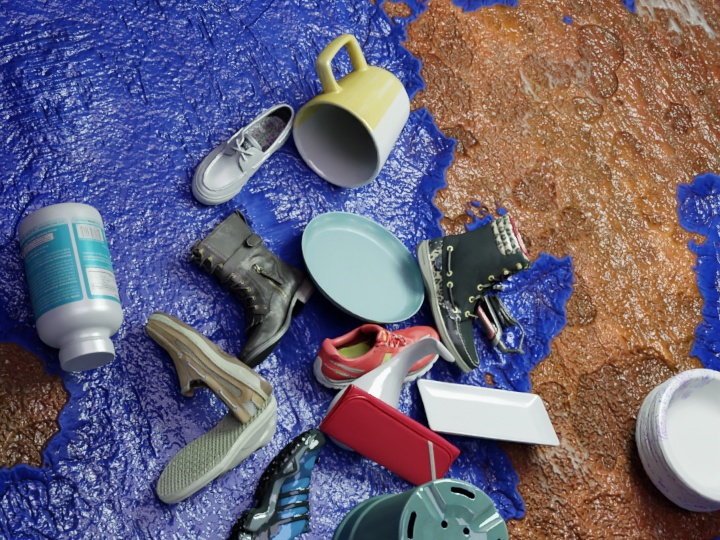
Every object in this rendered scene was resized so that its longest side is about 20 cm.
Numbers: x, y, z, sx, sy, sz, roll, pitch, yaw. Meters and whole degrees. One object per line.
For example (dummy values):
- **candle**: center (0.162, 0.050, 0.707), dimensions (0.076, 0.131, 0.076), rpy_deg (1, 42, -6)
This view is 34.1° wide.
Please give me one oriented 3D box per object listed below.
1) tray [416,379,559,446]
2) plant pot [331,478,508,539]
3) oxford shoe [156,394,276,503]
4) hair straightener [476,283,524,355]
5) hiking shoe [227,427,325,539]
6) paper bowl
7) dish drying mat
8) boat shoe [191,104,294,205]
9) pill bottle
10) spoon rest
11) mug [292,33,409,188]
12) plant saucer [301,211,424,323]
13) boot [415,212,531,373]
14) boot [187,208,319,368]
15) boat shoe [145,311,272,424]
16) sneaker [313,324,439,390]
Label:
- **tray**: center (0.178, 0.208, 1.668), dimensions (0.197, 0.022, 0.108), rpy_deg (9, 34, -17)
- **plant pot**: center (0.083, 0.359, 1.481), dimensions (0.198, 0.196, 0.203), rpy_deg (9, 64, -18)
- **oxford shoe**: center (-0.178, 0.237, 1.516), dimensions (0.075, 0.058, 0.200), rpy_deg (22, 51, 39)
- **hair straightener**: center (0.195, 0.040, 1.756), dimensions (0.076, 0.041, 0.201), rpy_deg (-25, 72, -29)
- **hiking shoe**: center (-0.094, 0.301, 1.519), dimensions (0.086, 0.074, 0.201), rpy_deg (37, 69, -11)
- **paper bowl**: center (0.500, 0.257, 1.742), dimensions (0.198, 0.104, 0.203), rpy_deg (9, 63, -17)
- **dish drying mat**: center (0.042, 0.228, 1.575), dimensions (0.199, 0.018, 0.077), rpy_deg (33, 98, -26)
- **boat shoe**: center (-0.165, -0.172, 1.699), dimensions (0.072, 0.069, 0.200), rpy_deg (48, 59, 5)
- **pill bottle**: center (-0.370, 0.024, 1.507), dimensions (0.109, 0.111, 0.202), rpy_deg (-8, 70, -24)
- **spoon rest**: center (0.037, 0.165, 1.593), dimensions (0.200, 0.061, 0.099), rpy_deg (-42, 117, 2)
- **mug**: center (0.003, -0.239, 1.740), dimensions (0.148, 0.188, 0.153), rpy_deg (29, 50, 11)
- **plant saucer**: center (0.000, 0.000, 1.679), dimensions (0.198, 0.027, 0.202), rpy_deg (21, 42, -20)
- **boot**: center (0.176, 0.029, 1.688), dimensions (0.152, 0.073, 0.206), rpy_deg (-22, 75, 15)
- **boot**: center (-0.166, 0.025, 1.616), dimensions (0.173, 0.069, 0.201), rpy_deg (36, 49, -2)
- **boat shoe**: center (-0.212, 0.128, 1.528), dimensions (0.199, 0.072, 0.077), rpy_deg (31, 75, 21)
- **sneaker**: center (0.030, 0.110, 1.626), dimensions (0.198, 0.086, 0.077), rpy_deg (-13, 48, -26)
